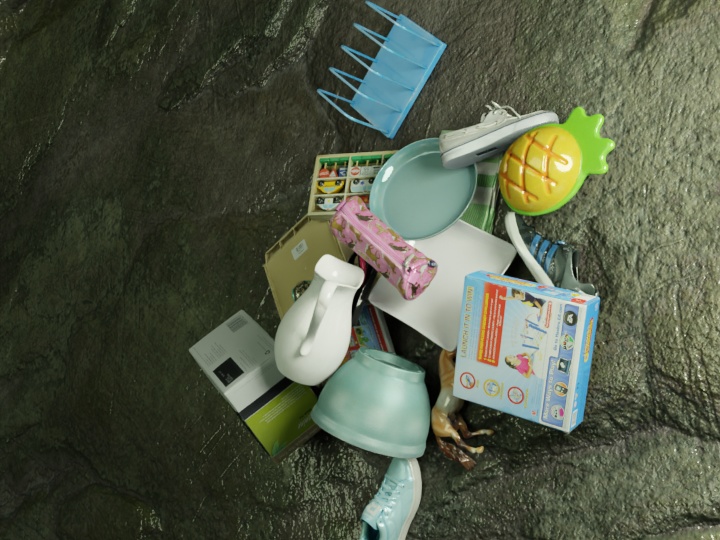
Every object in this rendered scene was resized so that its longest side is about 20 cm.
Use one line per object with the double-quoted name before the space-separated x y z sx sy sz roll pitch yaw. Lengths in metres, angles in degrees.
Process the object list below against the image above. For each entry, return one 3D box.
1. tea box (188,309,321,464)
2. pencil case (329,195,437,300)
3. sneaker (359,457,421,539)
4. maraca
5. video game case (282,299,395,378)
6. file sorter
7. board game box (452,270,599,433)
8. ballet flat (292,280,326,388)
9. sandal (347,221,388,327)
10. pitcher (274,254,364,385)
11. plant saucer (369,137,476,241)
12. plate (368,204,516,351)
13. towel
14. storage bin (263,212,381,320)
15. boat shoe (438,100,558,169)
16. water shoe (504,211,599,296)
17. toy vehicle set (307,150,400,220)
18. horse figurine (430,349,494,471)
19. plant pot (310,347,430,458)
"tea box" -0.186 0.212 1.705 0.134 0.197 0.200 -37 33 -12
"pencil case" 0.035 -0.038 1.524 0.200 0.083 0.087 42 136 27
"sneaker" 0.045 0.405 1.569 0.074 0.082 0.200 13 91 44
"maraca" 0.296 -0.165 1.421 0.200 0.107 0.137 -32 68 35
"video game case" -0.036 0.134 1.673 0.200 0.017 0.143 -11 103 30
"file sorter" 0.032 -0.375 1.710 0.139 0.123 0.200 46 113 39
"board game box" 0.244 0.117 1.387 0.196 0.056 0.200 15 108 33
"ballet flat" -0.066 0.113 1.637 0.075 0.068 0.200 -8 102 17
"sandal" 0.000 0.000 1.600 0.200 0.045 0.075 -69 17 -11
"pitcher" -0.073 0.091 1.514 0.121 0.172 0.200 24 106 5
"plant saucer" 0.110 -0.135 1.585 0.200 0.027 0.200 -14 58 23
"plate" 0.137 0.012 1.535 0.200 0.032 0.200 31 87 36
"towel" 0.177 -0.142 1.592 0.152 0.023 0.200 10 89 45
"storage bin" -0.074 0.003 1.758 0.200 0.094 0.199 -40 56 32
"boat shoe" 0.220 -0.238 1.514 0.202 0.075 0.086 -20 72 25
"water shoe" 0.297 -0.019 1.431 0.079 0.071 0.200 -33 64 13
"toy vehicle set" 0.008 -0.155 1.683 0.200 0.027 0.124 -1 67 19
"horse figurine" 0.164 0.222 1.513 0.132 0.050 0.200 10 87 39
"plant pot" 0.033 0.208 1.537 0.200 0.200 0.134 25 99 44
